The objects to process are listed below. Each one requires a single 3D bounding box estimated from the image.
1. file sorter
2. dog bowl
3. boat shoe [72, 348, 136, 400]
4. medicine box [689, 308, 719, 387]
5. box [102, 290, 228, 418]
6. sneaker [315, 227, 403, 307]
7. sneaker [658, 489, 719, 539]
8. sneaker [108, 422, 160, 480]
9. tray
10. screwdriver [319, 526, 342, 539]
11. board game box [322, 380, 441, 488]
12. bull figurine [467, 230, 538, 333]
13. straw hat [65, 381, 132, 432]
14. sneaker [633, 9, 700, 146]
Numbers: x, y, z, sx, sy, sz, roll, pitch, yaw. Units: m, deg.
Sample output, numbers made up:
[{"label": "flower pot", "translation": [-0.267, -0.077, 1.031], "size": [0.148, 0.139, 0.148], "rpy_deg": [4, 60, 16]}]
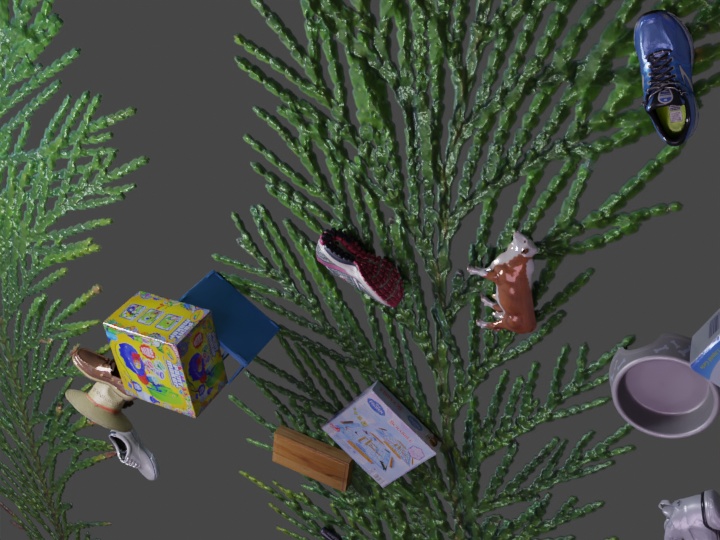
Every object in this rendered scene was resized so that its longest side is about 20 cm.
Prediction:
[{"label": "file sorter", "translation": [-0.309, 0.131, 1.654], "size": [0.200, 0.139, 0.123], "rpy_deg": [41, 132, 0]}, {"label": "dog bowl", "translation": [0.536, 0.209, 1.317], "size": [0.199, 0.059, 0.201], "rpy_deg": [12, 123, 20]}, {"label": "boat shoe", "translation": [-0.650, 0.257, 1.944], "size": [0.200, 0.072, 0.068], "rpy_deg": [33, 123, -2]}, {"label": "medicine box", "translation": [0.660, 0.123, 1.175], "size": [0.200, 0.103, 0.182], "rpy_deg": [33, 127, 7]}, {"label": "box", "translation": [-0.402, 0.173, 1.566], "size": [0.192, 0.122, 0.201], "rpy_deg": [12, 128, 24]}, {"label": "sneaker", "translation": [0.000, 0.000, 1.462], "size": [0.200, 0.081, 0.075], "rpy_deg": [41, 143, 10]}, {"label": "sneaker", "translation": [0.650, 0.511, 1.428], "size": [0.115, 0.075, 0.201], "rpy_deg": [-17, 104, 34]}, {"label": "sneaker", "translation": [-0.634, 0.512, 2.080], "size": [0.073, 0.071, 0.200], "rpy_deg": [-21, 107, 34]}, {"label": "tray", "translation": [-0.116, 0.453, 1.806], "size": [0.199, 0.037, 0.099], "rpy_deg": [18, 125, 16]}, {"label": "screwdriver", "translation": [-0.019, 0.722, 1.924], "size": [0.200, 0.029, 0.028], "rpy_deg": [33, 127, 1]}, {"label": "board game box", "translation": [0.045, 0.368, 1.670], "size": [0.200, 0.041, 0.199], "rpy_deg": [45, 128, -3]}, {"label": "bull figurine", "translation": [0.263, 0.026, 1.346], "size": [0.121, 0.065, 0.201], "rpy_deg": [3, 117, 30]}, {"label": "straw hat", "translation": [-0.669, 0.335, 1.978], "size": [0.201, 0.201, 0.085], "rpy_deg": [32, 88, 7]}, {"label": "sneaker", "translation": [0.439, -0.270, 1.066], "size": [0.078, 0.089, 0.201], "rpy_deg": [-13, 111, 31]}]
